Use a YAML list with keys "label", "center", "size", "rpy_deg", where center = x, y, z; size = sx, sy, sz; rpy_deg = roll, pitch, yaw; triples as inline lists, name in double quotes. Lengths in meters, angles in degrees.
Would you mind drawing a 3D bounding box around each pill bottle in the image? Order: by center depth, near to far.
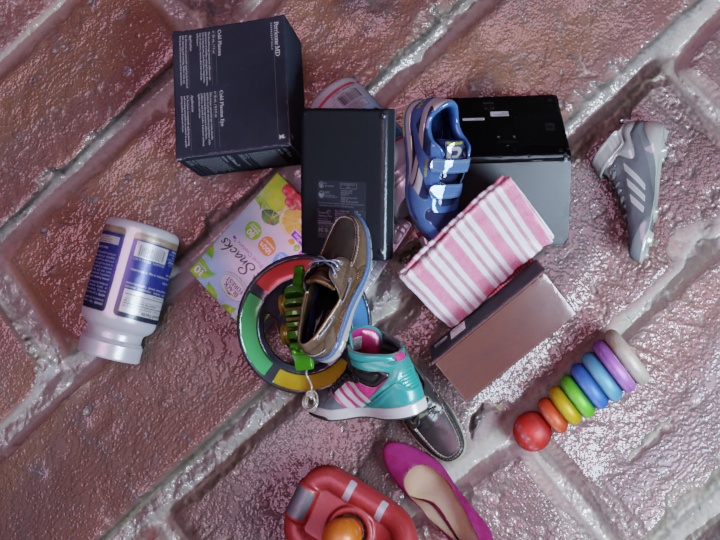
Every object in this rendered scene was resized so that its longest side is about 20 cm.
- label: "pill bottle"
  center: [0.016, -0.175, 1.219]
  size: [0.109, 0.109, 0.201]
  rpy_deg: [-42, 73, 2]
- label: "pill bottle"
  center: [-0.352, 0.031, 1.262]
  size: [0.113, 0.116, 0.204]
  rpy_deg: [14, 84, 12]

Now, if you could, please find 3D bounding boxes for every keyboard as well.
- label: "keyboard"
  center: [0.000, 0.000, 1.253]
  size: [0.056, 0.011, 0.202]
  rpy_deg: [33, 89, 13]

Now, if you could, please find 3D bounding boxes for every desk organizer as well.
- label: "desk organizer"
  center: [0.196, 0.084, 1.168]
  size: [0.199, 0.072, 0.077]
  rpy_deg: [-40, 98, 10]

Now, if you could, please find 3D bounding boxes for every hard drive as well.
- label: "hard drive"
  center: [-0.019, -0.121, 1.164]
  size: [0.137, 0.033, 0.205]
  rpy_deg: [6, 102, 27]

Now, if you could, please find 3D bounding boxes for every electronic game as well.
- label: "electronic game"
  center: [-0.080, 0.078, 1.211]
  size: [0.195, 0.042, 0.205]
  rpy_deg: [-1, 98, -6]

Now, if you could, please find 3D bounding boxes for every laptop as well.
- label: "laptop"
  center: [0.207, -0.146, 1.214]
  size: [0.173, 0.104, 0.203]
  rpy_deg: [-2, 53, -1]

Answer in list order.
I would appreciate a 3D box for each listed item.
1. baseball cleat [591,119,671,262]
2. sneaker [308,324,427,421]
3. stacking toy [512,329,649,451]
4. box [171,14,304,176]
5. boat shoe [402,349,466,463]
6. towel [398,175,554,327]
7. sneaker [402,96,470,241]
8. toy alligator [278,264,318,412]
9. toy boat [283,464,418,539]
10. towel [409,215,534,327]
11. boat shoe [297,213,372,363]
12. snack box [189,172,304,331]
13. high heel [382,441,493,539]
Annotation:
- label: "baseball cleat"
  center: [0.372, -0.112, 1.176]
  size: [0.104, 0.070, 0.204]
  rpy_deg: [9, 74, 18]
- label: "sneaker"
  center: [-0.005, 0.138, 1.148]
  size: [0.197, 0.083, 0.124]
  rpy_deg: [-8, 98, 37]
- label: "stacking toy"
  center: [0.289, 0.171, 1.144]
  size: [0.199, 0.085, 0.086]
  rpy_deg: [-39, 77, 9]
- label: "box"
  center: [-0.181, -0.261, 1.277]
  size: [0.178, 0.104, 0.205]
  rpy_deg: [-5, 81, 11]
- label: "boat shoe"
  center: [0.075, 0.184, 1.184]
  size: [0.073, 0.065, 0.201]
  rpy_deg: [-39, 76, 5]
- label: "towel"
  center: [0.159, -0.020, 1.142]
  size: [0.200, 0.146, 0.030]
  rpy_deg: [-43, 41, 7]
- label: "sneaker"
  center: [0.105, -0.134, 1.122]
  size: [0.073, 0.082, 0.205]
  rpy_deg: [-10, 92, -33]
- label: "toy alligator"
  center: [-0.082, 0.092, 1.148]
  size: [0.058, 0.054, 0.205]
  rpy_deg: [-7, 82, 16]
- label: "toy boat"
  center: [-0.017, 0.359, 1.143]
  size: [0.197, 0.131, 0.132]
  rpy_deg: [27, 88, 13]
- label: "towel"
  center: [0.164, -0.038, 1.221]
  size: [0.142, 0.023, 0.204]
  rpy_deg: [-24, 79, 8]
- label: "boat shoe"
  center: [-0.036, 0.016, 1.103]
  size: [0.071, 0.072, 0.205]
  rpy_deg: [3, 75, 28]
- label: "snack box"
  center: [-0.138, -0.022, 1.260]
  size: [0.142, 0.053, 0.200]
  rpy_deg: [44, 92, 13]
- label: "high heel"
  center: [0.103, 0.308, 1.145]
  size: [0.199, 0.096, 0.068]
  rpy_deg: [38, 90, 13]
